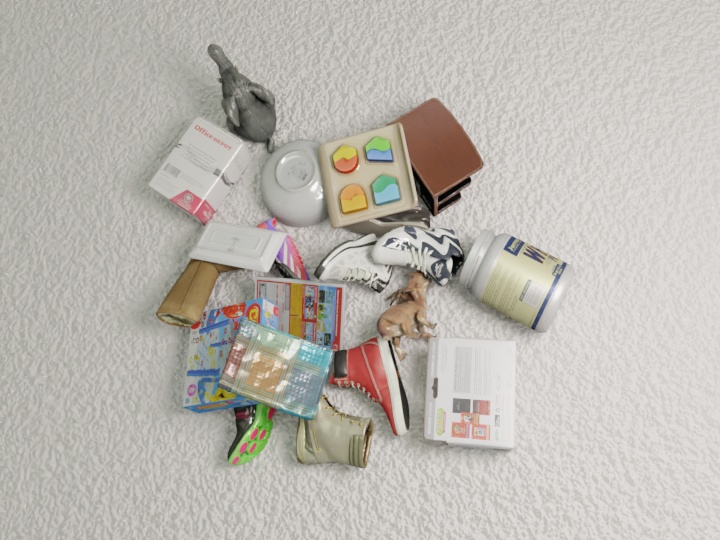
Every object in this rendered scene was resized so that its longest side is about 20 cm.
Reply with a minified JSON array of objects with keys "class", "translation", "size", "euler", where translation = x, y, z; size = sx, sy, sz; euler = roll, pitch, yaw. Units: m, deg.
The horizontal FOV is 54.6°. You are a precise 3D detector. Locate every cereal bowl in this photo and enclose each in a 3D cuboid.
[{"class":"cereal bowl","translation":[-0.135,-0.206,1.553],"size":[0.194,0.084,0.205],"euler":[-3,71,8]}]

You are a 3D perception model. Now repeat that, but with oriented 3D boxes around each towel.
[{"class":"towel","translation":[-0.158,0.189,1.338],"size":[0.196,0.022,0.150],"euler":[21,62,-7]}]

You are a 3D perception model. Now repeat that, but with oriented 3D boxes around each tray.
[{"class":"tray","translation":[-0.265,-0.059,1.487],"size":[0.195,0.022,0.109],"euler":[10,57,19]}]

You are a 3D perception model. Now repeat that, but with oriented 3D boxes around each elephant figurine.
[{"class":"elephant figurine","translation":[-0.265,-0.383,1.564],"size":[0.151,0.200,0.145],"euler":[14,75,12]}]

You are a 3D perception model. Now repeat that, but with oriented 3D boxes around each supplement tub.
[{"class":"supplement tub","translation":[0.308,0.017,1.383],"size":[0.197,0.145,0.147],"euler":[28,78,15]}]

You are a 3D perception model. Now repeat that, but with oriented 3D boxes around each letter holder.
[{"class":"letter holder","translation":[0.164,-0.250,1.514],"size":[0.140,0.101,0.202],"euler":[-31,71,-4]}]

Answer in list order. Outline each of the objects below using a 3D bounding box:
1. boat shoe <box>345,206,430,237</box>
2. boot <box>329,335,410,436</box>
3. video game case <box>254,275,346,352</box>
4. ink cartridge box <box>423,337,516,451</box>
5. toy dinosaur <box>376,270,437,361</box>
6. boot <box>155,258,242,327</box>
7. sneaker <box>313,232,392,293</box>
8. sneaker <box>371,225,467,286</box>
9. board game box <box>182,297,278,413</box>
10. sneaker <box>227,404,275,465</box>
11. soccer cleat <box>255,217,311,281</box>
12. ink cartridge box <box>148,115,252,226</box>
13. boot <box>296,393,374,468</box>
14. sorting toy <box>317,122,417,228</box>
[{"class":"boat shoe","translation":[0.056,-0.112,1.508],"size":[0.195,0.067,0.058],"euler":[7,57,10]},{"class":"boot","translation":[0.016,0.246,1.402],"size":[0.141,0.072,0.204],"euler":[-19,70,9]},{"class":"video game case","translation":[-0.129,0.092,1.462],"size":[0.194,0.017,0.147],"euler":[5,100,11]},{"class":"ink cartridge box","translation":[0.213,0.239,1.361],"size":[0.171,0.084,0.205],"euler":[3,73,9]},{"class":"toy dinosaur","translation":[0.082,0.092,1.403],"size":[0.198,0.087,0.136],"euler":[-27,63,-38]},{"class":"boot","translation":[-0.317,0.031,1.483],"size":[0.171,0.067,0.203],"euler":[2,49,21]},{"class":"sneaker","translation":[0.000,0.000,1.431],"size":[0.116,0.076,0.199],"euler":[49,43,13]},{"class":"sneaker","translation":[0.129,-0.023,1.411],"size":[0.194,0.081,0.130],"euler":[-3,36,-24]},{"class":"board game box","translation":[-0.264,0.174,1.423],"size":[0.192,0.056,0.205],"euler":[-14,62,27]},{"class":"sneaker","translation":[-0.223,0.298,1.426],"size":[0.082,0.076,0.204],"euler":[12,75,39]},{"class":"soccer cleat","translation":[-0.158,-0.032,1.514],"size":[0.073,0.069,0.200],"euler":[-39,71,-14]},{"class":"ink cartridge box","translation":[-0.363,-0.229,1.594],"size":[0.144,0.085,0.202],"euler":[31,81,16]},{"class":"boot","translation":[-0.048,0.282,1.374],"size":[0.151,0.072,0.206],"euler":[-1,83,22]},{"class":"sorting toy","translation":[0.011,-0.202,1.467],"size":[0.195,0.036,0.190],"euler":[-14,79,13]}]
